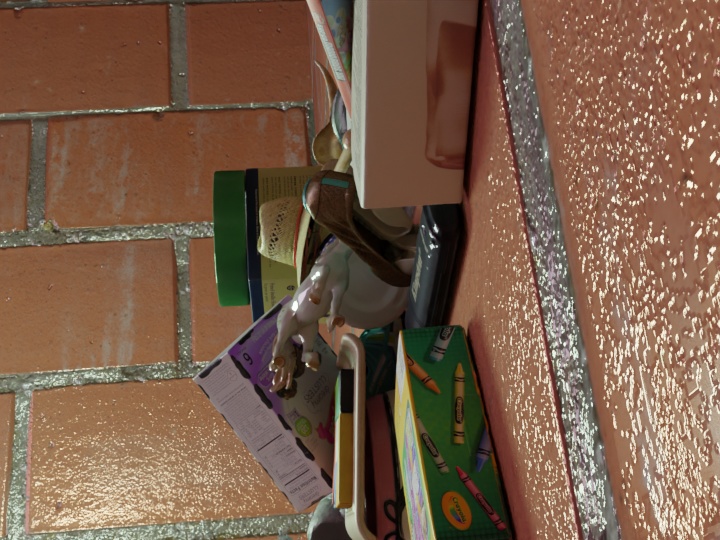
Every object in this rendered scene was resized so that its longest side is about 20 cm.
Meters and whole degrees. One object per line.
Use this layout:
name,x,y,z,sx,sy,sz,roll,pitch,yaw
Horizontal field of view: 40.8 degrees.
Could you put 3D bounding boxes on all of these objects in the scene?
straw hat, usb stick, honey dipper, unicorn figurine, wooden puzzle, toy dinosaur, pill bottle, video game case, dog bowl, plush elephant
straw hat,-0.088,-0.052,1.224,0.201,0.083,0.205,10,-90,-82
usb stick,0.063,0.006,0.868,0.201,0.032,0.056,95,172,-56
honey dipper,-0.015,-0.105,0.943,0.200,0.037,0.039,134,133,-78
unicorn figurine,-0.037,0.026,1.006,0.074,0.199,0.138,44,-158,-20
wooden puzzle,-0.013,0.182,1.012,0.185,0.036,0.204,105,162,-74
toy dinosaur,-0.017,-0.180,1.309,0.058,0.099,0.204,-109,16,-73
pill bottle,0.000,0.000,1.160,0.200,0.109,0.114,-130,37,-82
video game case,0.006,-0.237,0.796,0.145,0.017,0.201,-63,-24,-20
dog bowl,0.043,0.217,1.014,0.200,0.072,0.205,176,90,-85
plush elephant,-0.003,0.314,1.216,0.155,0.196,0.168,-50,-47,-70

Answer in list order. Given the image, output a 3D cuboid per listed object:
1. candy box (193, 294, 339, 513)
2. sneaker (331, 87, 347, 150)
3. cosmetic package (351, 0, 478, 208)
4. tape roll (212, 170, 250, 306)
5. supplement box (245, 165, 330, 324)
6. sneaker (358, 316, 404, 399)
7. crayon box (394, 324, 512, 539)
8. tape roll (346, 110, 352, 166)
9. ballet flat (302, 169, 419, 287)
candy box,-0.079,0.154,1.157,0.201,0.071,0.168,51,-150,-4
sneaker,0.013,-0.146,1.248,0.079,0.074,0.204,-130,28,-66
cosmetic package,0.038,-0.161,0.746,0.104,0.085,0.203,-100,10,-53
tape roll,-0.193,-0.048,1.461,0.200,0.047,0.205,177,90,-85
supplement box,-0.070,-0.038,1.453,0.135,0.195,0.203,94,171,-57
sneaker,0.018,0.097,1.201,0.201,0.078,0.079,-99,7,-56
crayon box,0.067,0.159,0.768,0.202,0.057,0.120,-98,7,-45
tape roll,0.026,-0.168,0.984,0.202,0.069,0.207,177,90,-86
ballet flat,0.026,-0.037,0.933,0.200,0.071,0.069,40,-122,-45
